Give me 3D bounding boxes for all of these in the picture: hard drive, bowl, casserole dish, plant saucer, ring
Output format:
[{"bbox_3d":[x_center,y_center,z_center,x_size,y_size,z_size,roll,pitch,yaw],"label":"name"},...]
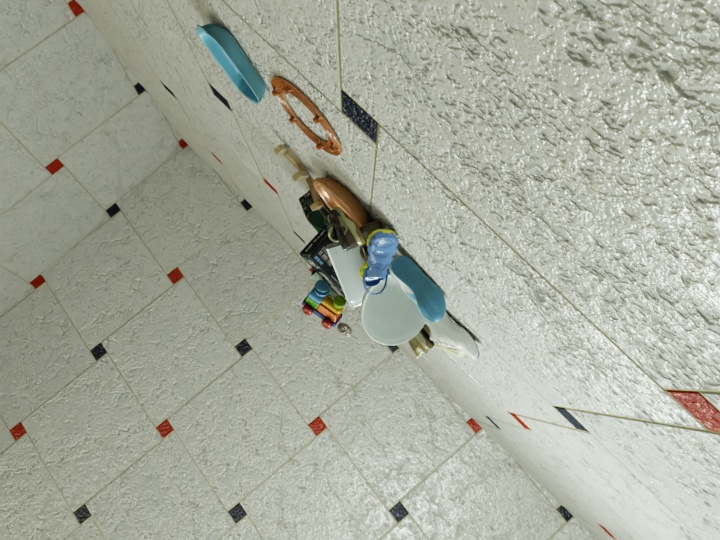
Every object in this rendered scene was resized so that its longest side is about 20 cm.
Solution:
[{"bbox_3d":[0.000,0.000,1.587,0.026,0.130,0.201,-95,-14,-59],"label":"hard drive"},{"bbox_3d":[0.080,0.092,1.565,0.201,0.201,0.090,48,174,-25],"label":"bowl"},{"bbox_3d":[-0.265,-0.436,1.209,0.121,0.039,0.200,37,170,43],"label":"casserole dish"},{"bbox_3d":[-0.039,-0.163,1.457,0.200,0.037,0.200,44,173,7],"label":"plant saucer"},{"bbox_3d":[-0.113,-0.305,1.170,0.200,0.019,0.201,45,172,8],"label":"ring"}]

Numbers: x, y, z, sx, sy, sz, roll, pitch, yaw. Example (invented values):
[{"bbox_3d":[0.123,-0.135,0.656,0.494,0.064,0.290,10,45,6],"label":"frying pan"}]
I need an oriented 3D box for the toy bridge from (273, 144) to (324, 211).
[{"bbox_3d":[-0.157,-0.252,1.538,0.201,0.027,0.067,57,-154,3],"label":"toy bridge"}]

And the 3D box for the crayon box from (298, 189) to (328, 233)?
[{"bbox_3d":[-0.105,-0.136,1.768,0.200,0.051,0.127,50,-172,-34],"label":"crayon box"}]

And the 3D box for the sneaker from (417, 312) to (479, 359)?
[{"bbox_3d":[0.240,0.178,1.589,0.200,0.087,0.075,42,171,17],"label":"sneaker"}]

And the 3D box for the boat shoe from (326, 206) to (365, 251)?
[{"bbox_3d":[-0.051,-0.100,1.393,0.074,0.064,0.200,64,171,-24],"label":"boat shoe"}]

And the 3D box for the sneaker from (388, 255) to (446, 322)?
[{"bbox_3d":[0.145,0.042,1.460,0.201,0.076,0.081,54,177,-10],"label":"sneaker"}]

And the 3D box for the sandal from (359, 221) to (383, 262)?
[{"bbox_3d":[0.040,-0.055,1.439,0.200,0.081,0.055,79,169,-64],"label":"sandal"}]

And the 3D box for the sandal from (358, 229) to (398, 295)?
[{"bbox_3d":[0.046,-0.015,1.383,0.201,0.078,0.088,101,168,-47],"label":"sandal"}]

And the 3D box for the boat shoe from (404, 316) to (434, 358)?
[{"bbox_3d":[0.127,0.164,1.650,0.071,0.076,0.201,32,-162,-47],"label":"boat shoe"}]

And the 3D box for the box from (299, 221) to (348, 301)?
[{"bbox_3d":[-0.048,-0.035,1.677,0.200,0.164,0.086,48,165,-21],"label":"box"}]

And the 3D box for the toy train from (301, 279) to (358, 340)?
[{"bbox_3d":[-0.069,0.116,1.690,0.199,0.085,0.116,35,141,3],"label":"toy train"}]

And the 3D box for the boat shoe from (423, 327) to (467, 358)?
[{"bbox_3d":[0.230,0.193,1.705,0.198,0.073,0.065,23,156,24],"label":"boat shoe"}]

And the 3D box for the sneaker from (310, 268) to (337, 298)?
[{"bbox_3d":[-0.070,-0.026,1.769,0.118,0.201,0.074,43,149,-15],"label":"sneaker"}]
